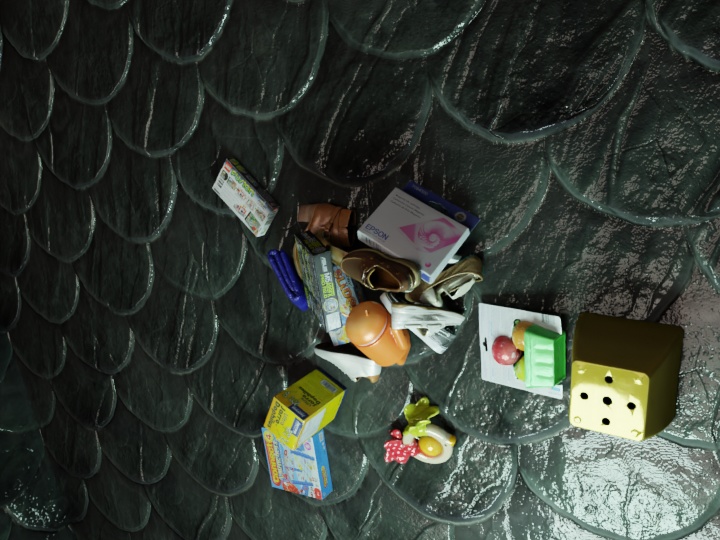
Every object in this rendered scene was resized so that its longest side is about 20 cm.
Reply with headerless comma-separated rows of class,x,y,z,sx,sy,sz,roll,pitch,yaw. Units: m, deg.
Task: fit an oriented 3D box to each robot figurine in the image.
robot figurine,0.042,0.150,1.516,0.117,0.200,0.144,-42,36,5

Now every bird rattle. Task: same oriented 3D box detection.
bird rattle,0.149,0.430,1.583,0.162,0.113,0.201,25,122,7

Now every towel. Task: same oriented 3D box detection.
towel,-0.175,0.023,1.625,0.049,0.200,0.149,-29,81,-3

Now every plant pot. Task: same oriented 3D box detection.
plant pot,0.000,0.000,1.495,0.199,0.200,0.028,27,84,25
plant pot,0.495,0.215,1.228,0.198,0.176,0.202,8,109,33

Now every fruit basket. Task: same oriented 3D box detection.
fruit basket,0.349,0.171,1.385,0.199,0.093,0.188,10,110,48

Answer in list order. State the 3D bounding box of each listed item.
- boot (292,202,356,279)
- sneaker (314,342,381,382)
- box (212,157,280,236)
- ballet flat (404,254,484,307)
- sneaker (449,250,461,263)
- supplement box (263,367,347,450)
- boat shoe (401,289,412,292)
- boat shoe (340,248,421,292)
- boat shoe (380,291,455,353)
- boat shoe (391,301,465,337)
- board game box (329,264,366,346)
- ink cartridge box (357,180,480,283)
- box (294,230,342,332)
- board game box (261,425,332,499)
boot,-0.084,-0.068,1.598,0.154,0.076,0.203,8,93,26
sneaker,-0.039,0.247,1.664,0.198,0.073,0.086,13,109,29
box,-0.314,-0.201,1.737,0.200,0.035,0.110,47,124,14
ballet flat,0.190,0.038,1.419,0.199,0.068,0.073,-27,48,19
sneaker,0.136,-0.016,1.445,0.200,0.067,0.109,21,99,40
supplement box,-0.145,0.365,1.695,0.109,0.199,0.110,33,120,21
boat shoe,0.068,-0.031,1.416,0.066,0.074,0.201,-35,60,35
boat shoe,0.030,0.002,1.334,0.199,0.067,0.073,13,119,38
boat shoe,0.137,0.107,1.498,0.199,0.074,0.068,42,107,10
boat shoe,0.148,0.114,1.426,0.071,0.198,0.070,9,90,59
board game box,-0.046,0.085,1.643,0.134,0.034,0.202,-20,93,37
ink cartridge box,0.128,-0.098,1.376,0.195,0.200,0.043,31,158,21
box,-0.101,0.024,1.519,0.160,0.044,0.202,-135,33,-61
board game box,-0.188,0.554,1.872,0.194,0.056,0.202,0,104,34
